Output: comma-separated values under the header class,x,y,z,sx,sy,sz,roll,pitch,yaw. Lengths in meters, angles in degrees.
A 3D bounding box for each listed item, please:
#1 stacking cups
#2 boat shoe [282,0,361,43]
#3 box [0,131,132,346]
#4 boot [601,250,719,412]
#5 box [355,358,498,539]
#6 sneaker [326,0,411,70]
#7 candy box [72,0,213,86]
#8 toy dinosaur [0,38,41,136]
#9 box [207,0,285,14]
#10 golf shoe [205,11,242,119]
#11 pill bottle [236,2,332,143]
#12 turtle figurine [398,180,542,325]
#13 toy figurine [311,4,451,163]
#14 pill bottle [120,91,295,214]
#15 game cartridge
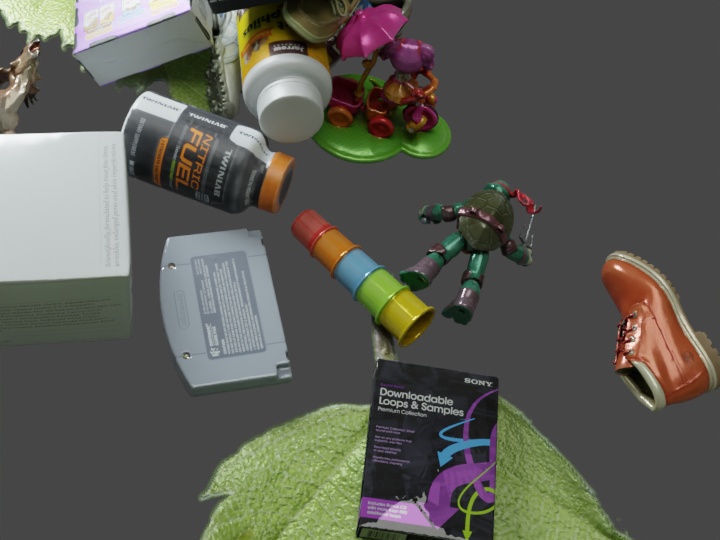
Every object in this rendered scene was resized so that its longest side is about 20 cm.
class,x,y,z,sx,sy,sz,roll,pitch,yaw
stacking cups,0.000,0.000,1.316,0.060,0.061,0.200,-34,68,-27
boat shoe,-0.032,-0.339,1.369,0.073,0.063,0.201,41,38,-1
box,-0.353,-0.035,1.241,0.198,0.131,0.200,-3,58,-11
boot,0.326,0.069,1.318,0.107,0.075,0.201,-24,64,-17
box,0.075,0.197,1.214,0.141,0.036,0.201,9,55,-3
sneaker,-0.023,-0.324,1.503,0.199,0.090,0.075,-26,74,-25
candy box,-0.281,-0.358,1.463,0.166,0.072,0.202,-16,56,14
toy dinosaur,-0.460,-0.188,1.361,0.198,0.086,0.136,-20,50,-2
box,-0.078,-0.377,1.357,0.159,0.044,0.200,-5,32,25
golf shoe,-0.154,-0.277,1.470,0.096,0.078,0.202,4,59,-17
pill bottle,-0.093,-0.253,1.377,0.108,0.110,0.201,-2,51,-10
turtle figurine,0.135,-0.042,1.346,0.149,0.101,0.201,29,61,10
toy figurine,0.035,-0.242,1.407,0.198,0.185,0.151,16,56,1
pill bottle,-0.180,-0.134,1.349,0.198,0.107,0.107,20,56,5
game cartridge,-0.159,0.046,1.277,0.132,0.041,0.201,-5,58,-16
